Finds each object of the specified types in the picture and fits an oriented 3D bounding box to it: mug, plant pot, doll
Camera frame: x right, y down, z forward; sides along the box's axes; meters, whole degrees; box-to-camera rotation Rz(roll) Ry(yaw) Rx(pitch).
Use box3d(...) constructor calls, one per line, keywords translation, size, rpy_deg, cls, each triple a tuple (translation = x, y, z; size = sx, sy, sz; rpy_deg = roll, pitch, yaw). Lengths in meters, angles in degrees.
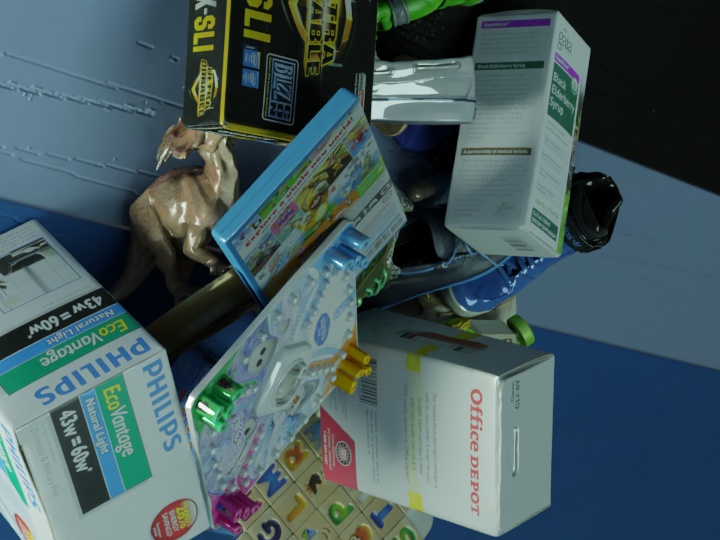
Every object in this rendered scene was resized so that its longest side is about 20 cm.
box3d(translation=(-0.015, 0.252, 1.612), size=(0.153, 0.187, 0.149), rpy_deg=(-44, 96, -21), cls="mug")
box3d(translation=(-0.107, 0.025, 1.323), size=(0.200, 0.028, 0.200), rpy_deg=(-33, 177, -2), cls="plant pot")
box3d(translation=(0.080, -0.121, 1.462), size=(0.200, 0.048, 0.137), rpy_deg=(22, 97, -54), cls="doll")

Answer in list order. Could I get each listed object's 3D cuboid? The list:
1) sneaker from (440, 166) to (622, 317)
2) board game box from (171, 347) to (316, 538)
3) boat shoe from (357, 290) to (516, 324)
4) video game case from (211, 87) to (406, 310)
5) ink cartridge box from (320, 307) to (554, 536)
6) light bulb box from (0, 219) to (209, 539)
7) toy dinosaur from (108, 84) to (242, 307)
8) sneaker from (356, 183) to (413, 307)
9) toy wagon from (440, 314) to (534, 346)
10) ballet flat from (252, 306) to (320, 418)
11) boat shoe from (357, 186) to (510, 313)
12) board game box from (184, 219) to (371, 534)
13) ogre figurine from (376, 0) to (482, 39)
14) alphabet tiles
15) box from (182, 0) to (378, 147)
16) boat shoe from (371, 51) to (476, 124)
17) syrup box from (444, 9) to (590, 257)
box3d(translation=(0.165, -0.031, 1.531), size=(0.200, 0.111, 0.077), rpy_deg=(-34, 96, -35), cls="sneaker")
box3d(translation=(-0.133, 0.158, 1.471), size=(0.151, 0.037, 0.200), rpy_deg=(-54, 148, 4), cls="board game box")
box3d(translation=(0.068, 0.033, 1.557), size=(0.200, 0.074, 0.069), rpy_deg=(-4, 108, -39), cls="boat shoe")
box3d(translation=(-0.033, -0.034, 1.235), size=(0.143, 0.018, 0.200), rpy_deg=(-48, 155, -11), cls="video game case")
box3d(translation=(0.064, 0.127, 1.411), size=(0.083, 0.200, 0.145), rpy_deg=(-19, 115, -46), cls="ink cartridge box")
box3d(translation=(-0.230, 0.104, 1.234), size=(0.125, 0.200, 0.198), rpy_deg=(-29, 135, -23), cls="light bulb box")
box3d(translation=(-0.140, -0.052, 1.285), size=(0.200, 0.136, 0.086), rpy_deg=(-35, 177, 27), cls="toy dinosaur")
box3d(translation=(0.000, 0.000, 1.401), size=(0.089, 0.077, 0.200), rpy_deg=(30, 71, -33), cls="sneaker")
box3d(translation=(0.094, 0.099, 1.543), size=(0.155, 0.040, 0.200), rpy_deg=(-34, 143, -12), cls="toy wagon")
box3d(translation=(-0.041, 0.079, 1.484), size=(0.072, 0.072, 0.200), rpy_deg=(-38, 130, -14), cls="ballet flat")
box3d(translation=(0.070, -0.021, 1.474), size=(0.200, 0.084, 0.069), rpy_deg=(-30, 149, -7), cls="boat shoe")
box3d(translation=(-0.055, 0.087, 1.270), size=(0.200, 0.026, 0.200), rpy_deg=(-50, 157, -28), cls="board game box")
box3d(translation=(0.067, -0.272, 1.303), size=(0.120, 0.098, 0.200), rpy_deg=(-4, 113, -29), cls="ogre figurine")
box3d(translation=(-0.031, 0.232, 1.506), size=(0.200, 0.006, 0.166), rpy_deg=(-43, 102, -29), cls="alphabet tiles")
box3d(translation=(-0.054, -0.193, 1.216), size=(0.160, 0.049, 0.200), rpy_deg=(7, 86, -47), cls="box")
box3d(translation=(-0.003, -0.154, 1.330), size=(0.200, 0.074, 0.065), rpy_deg=(2, 92, -18), cls="boat shoe")
box3d(translation=(0.138, -0.118, 1.419), size=(0.079, 0.081, 0.200), rpy_deg=(33, 64, -57), cls="syrup box")
